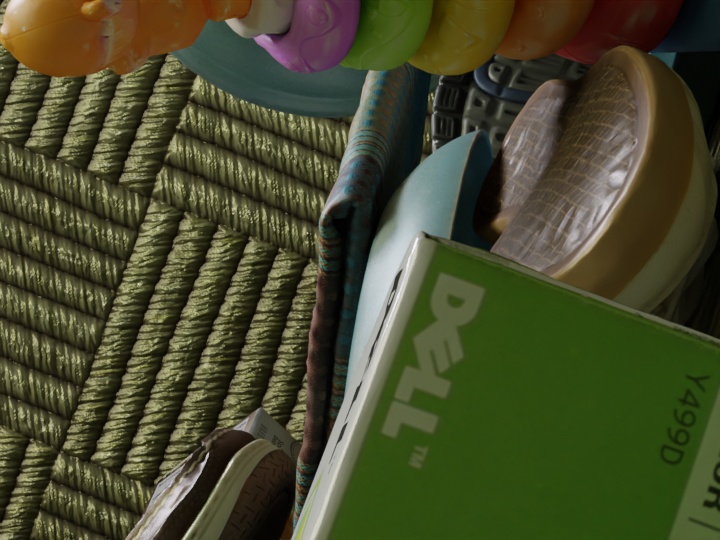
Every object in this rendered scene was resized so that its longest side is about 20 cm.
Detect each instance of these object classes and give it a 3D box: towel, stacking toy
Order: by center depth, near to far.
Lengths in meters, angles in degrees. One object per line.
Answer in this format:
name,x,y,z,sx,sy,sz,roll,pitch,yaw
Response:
stacking toy,-0.001,-0.089,0.608,0.116,0.200,0.110,10,116,66
towel,0.000,0.000,0.765,0.200,0.022,0.147,-73,-10,-64

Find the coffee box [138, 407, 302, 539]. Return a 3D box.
coffee box,-0.055,0.171,1.079,0.080,0.114,0.200,-37,15,27

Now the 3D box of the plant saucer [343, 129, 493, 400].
plant saucer,0.016,0.057,0.695,0.200,0.027,0.201,5,-90,-81

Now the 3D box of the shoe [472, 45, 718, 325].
shoe,0.066,-0.015,0.580,0.070,0.053,0.200,-59,4,6

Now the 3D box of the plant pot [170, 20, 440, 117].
plant pot,-0.007,-0.178,0.990,0.134,0.200,0.201,132,159,-76

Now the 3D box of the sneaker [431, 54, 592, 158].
sneaker,0.080,-0.073,0.962,0.200,0.074,0.087,-57,-15,-45

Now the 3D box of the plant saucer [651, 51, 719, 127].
plant saucer,0.084,-0.026,0.753,0.200,0.019,0.070,113,178,-61

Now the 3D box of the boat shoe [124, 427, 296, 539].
boat shoe,-0.100,0.127,0.741,0.203,0.075,0.075,-56,-12,4

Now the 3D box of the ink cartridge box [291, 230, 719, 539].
ink cartridge box,0.018,0.070,0.355,0.200,0.076,0.148,107,-176,-77
